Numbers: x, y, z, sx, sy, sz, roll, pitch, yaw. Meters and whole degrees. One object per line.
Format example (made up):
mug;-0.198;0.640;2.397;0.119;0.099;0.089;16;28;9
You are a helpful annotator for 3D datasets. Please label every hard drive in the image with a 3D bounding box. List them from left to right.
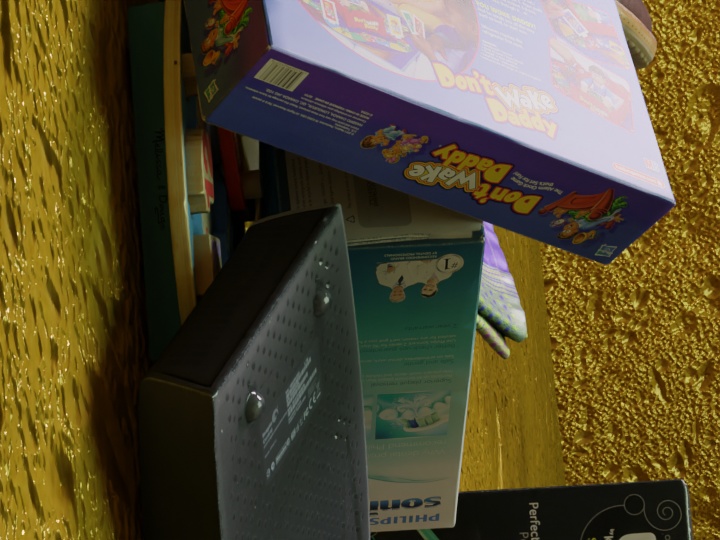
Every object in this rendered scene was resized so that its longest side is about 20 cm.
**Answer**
hard drive;-0.038;0.086;0.975;0.135;0.042;0.200;-58;151;-48

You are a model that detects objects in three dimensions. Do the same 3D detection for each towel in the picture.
towel;0.032;-0.062;1.352;0.144;0.023;0.200;47;21;-40

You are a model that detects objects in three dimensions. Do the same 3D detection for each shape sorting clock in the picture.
shape sorting clock;-0.059;-0.033;1.037;0.200;0.039;0.201;-4;90;-82

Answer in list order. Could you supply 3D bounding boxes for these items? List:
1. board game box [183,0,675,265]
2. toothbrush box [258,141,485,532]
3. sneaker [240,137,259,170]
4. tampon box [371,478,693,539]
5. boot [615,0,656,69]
board game box;0.024;-0.092;1.009;0.200;0.045;0.135;19;44;-33
toothbrush box;0.000;0.000;1.113;0.200;0.085;0.147;92;-7;-50
sneaker;0.000;-0.104;1.221;0.074;0.118;0.201;-80;164;-63
tampon box;0.072;0.185;1.287;0.126;0.199;0.150;38;48;-80
boot;0.093;-0.197;1.192;0.200;0.072;0.167;31;67;-49
